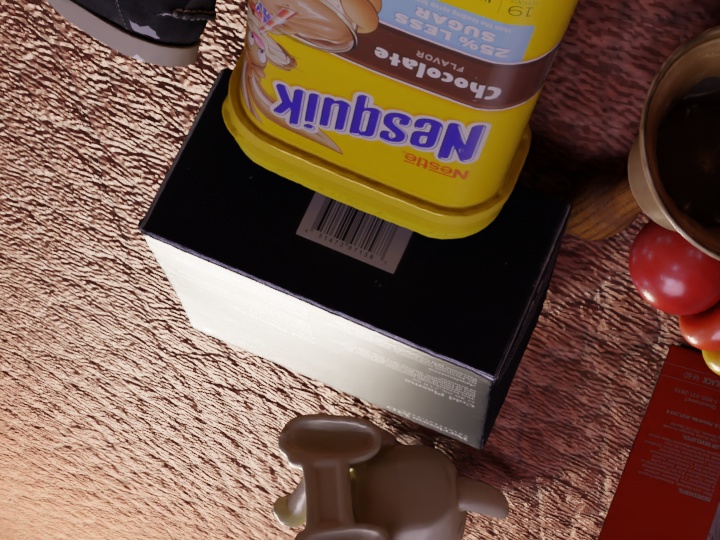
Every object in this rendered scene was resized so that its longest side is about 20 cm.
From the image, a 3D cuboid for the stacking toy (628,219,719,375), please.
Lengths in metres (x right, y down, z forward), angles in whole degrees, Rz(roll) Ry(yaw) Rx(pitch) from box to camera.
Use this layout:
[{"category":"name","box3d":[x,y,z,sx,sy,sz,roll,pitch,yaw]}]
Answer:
[{"category":"stacking toy","box3d":[0.215,0.043,0.783,0.200,0.085,0.085,41,151,-18]}]

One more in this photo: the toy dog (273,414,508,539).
[{"category":"toy dog","box3d":[0.018,0.211,1.221,0.194,0.140,0.200,-12,150,-6]}]

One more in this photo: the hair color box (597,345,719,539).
[{"category":"hair color box","box3d":[0.183,0.160,0.882,0.064,0.200,0.111,15,152,21]}]

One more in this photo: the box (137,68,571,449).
[{"category":"box","box3d":[0.000,0.000,0.824,0.200,0.104,0.182,23,164,9]}]

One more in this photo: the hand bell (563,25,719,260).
[{"category":"hand bell","box3d":[0.138,-0.041,0.706,0.104,0.104,0.200,30,167,-10]}]

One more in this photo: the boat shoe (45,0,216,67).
[{"category":"boat shoe","box3d":[-0.157,-0.176,0.734,0.200,0.072,0.068,29,119,8]}]

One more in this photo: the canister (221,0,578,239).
[{"category":"canister","box3d":[0.019,-0.111,0.654,0.148,0.087,0.200,23,153,4]}]
